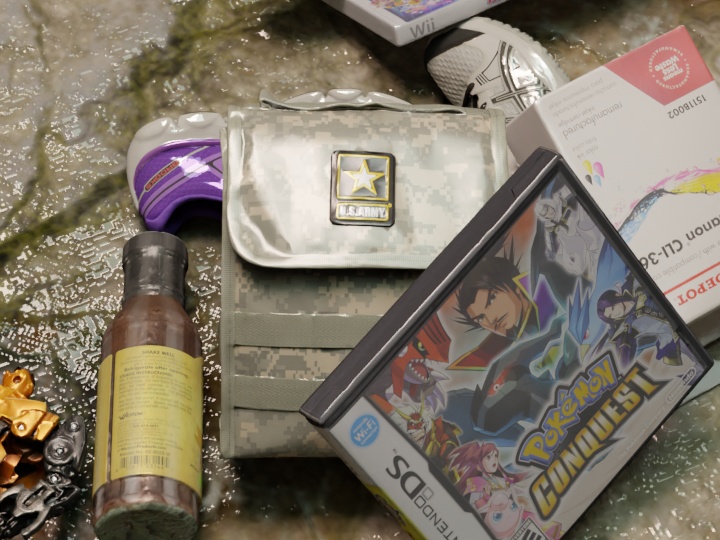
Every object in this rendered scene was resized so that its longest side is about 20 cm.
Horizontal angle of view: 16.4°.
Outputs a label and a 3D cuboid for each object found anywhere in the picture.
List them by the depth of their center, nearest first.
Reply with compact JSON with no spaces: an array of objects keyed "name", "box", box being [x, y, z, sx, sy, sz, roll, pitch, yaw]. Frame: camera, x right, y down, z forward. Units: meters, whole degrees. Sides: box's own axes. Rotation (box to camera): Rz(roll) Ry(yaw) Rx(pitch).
[{"name":"video game case","box":[0.086,0.064,1.389,0.200,0.181,0.025,-47,32,-11]},{"name":"robot figurine","box":[-0.245,0.135,1.417,0.144,0.058,0.200,27,58,16]},{"name":"lunch bag","box":[0.000,0.000,1.431,0.163,0.201,0.118,1,14,-3]},{"name":"sauce bottle","box":[-0.122,0.067,1.468,0.064,0.065,0.201,1,55,-2]},{"name":"ink cartridge box","box":[0.186,-0.029,1.505,0.116,0.067,0.201,-28,87,-20]},{"name":"sneaker","box":[-0.045,-0.058,1.571,0.199,0.081,0.084,-10,71,-1]},{"name":"sneaker","box":[0.101,-0.082,1.580,0.088,0.076,0.200,-37,63,-25]},{"name":"video game case","box":[0.075,-0.212,1.671,0.199,0.018,0.143,-25,32,-19]}]
